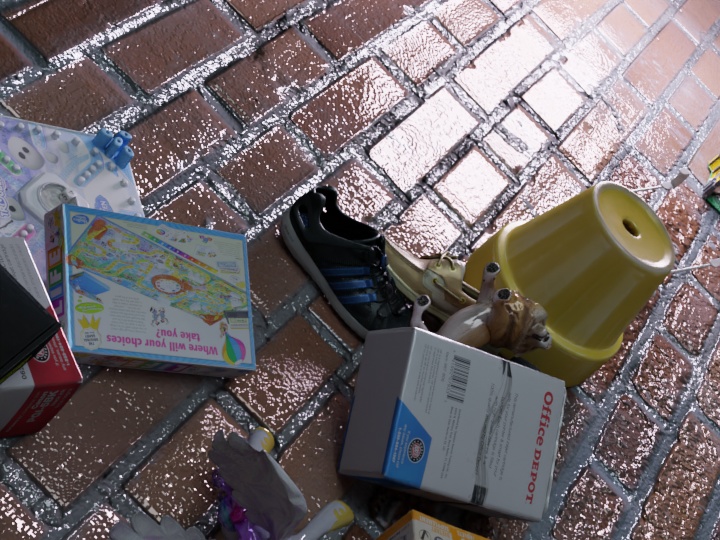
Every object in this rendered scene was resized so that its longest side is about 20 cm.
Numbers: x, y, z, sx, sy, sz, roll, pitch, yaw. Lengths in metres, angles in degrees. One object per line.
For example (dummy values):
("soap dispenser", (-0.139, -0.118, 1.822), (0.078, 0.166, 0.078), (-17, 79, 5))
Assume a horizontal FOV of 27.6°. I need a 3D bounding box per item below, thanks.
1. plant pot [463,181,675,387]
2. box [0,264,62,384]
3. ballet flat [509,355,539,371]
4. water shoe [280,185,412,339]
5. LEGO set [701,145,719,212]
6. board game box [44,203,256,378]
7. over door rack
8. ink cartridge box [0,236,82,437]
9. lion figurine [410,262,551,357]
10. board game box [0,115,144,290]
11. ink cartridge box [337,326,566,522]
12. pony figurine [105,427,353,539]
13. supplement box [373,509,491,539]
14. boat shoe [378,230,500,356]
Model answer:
("plant pot", (0.254, 0.003, 1.693), (0.201, 0.189, 0.201), (28, 38, -25))
("box", (-0.342, 0.024, 1.037), (0.200, 0.048, 0.193), (45, 39, -1))
("ballet flat", (0.127, 0.129, 1.559), (0.057, 0.067, 0.200), (40, 25, 29))
("water shoe", (0.000, 0.000, 1.528), (0.200, 0.079, 0.072), (46, 35, 0))
("LEGO set", (0.631, -0.125, 2.267), (0.200, 0.116, 0.154), (49, 35, 4))
("board game box", (-0.187, 0.022, 1.319), (0.200, 0.034, 0.135), (10, 67, -40))
("over door rack", (0.390, -0.045, 1.970), (0.200, 0.067, 0.148), (-15, 65, -29))
("ink cartridge box", (-0.336, 0.054, 1.125), (0.200, 0.083, 0.147), (-3, 57, -47))
("lion figurine", (0.106, 0.068, 1.529), (0.200, 0.123, 0.073), (-20, 53, -11))
("board game box", (-0.279, -0.065, 1.352), (0.200, 0.026, 0.200), (9, 50, -41))
("ink cartridge box", (0.092, 0.152, 1.421), (0.200, 0.084, 0.145), (21, 74, -31))
("pony figurine", (-0.087, 0.214, 1.191), (0.193, 0.167, 0.200), (46, 19, -14))
("supplement box", (0.080, 0.327, 1.293), (0.126, 0.074, 0.200), (24, 41, -27))
("boat shoe", (0.090, 0.014, 1.603), (0.200, 0.066, 0.074), (39, 12, -18))
